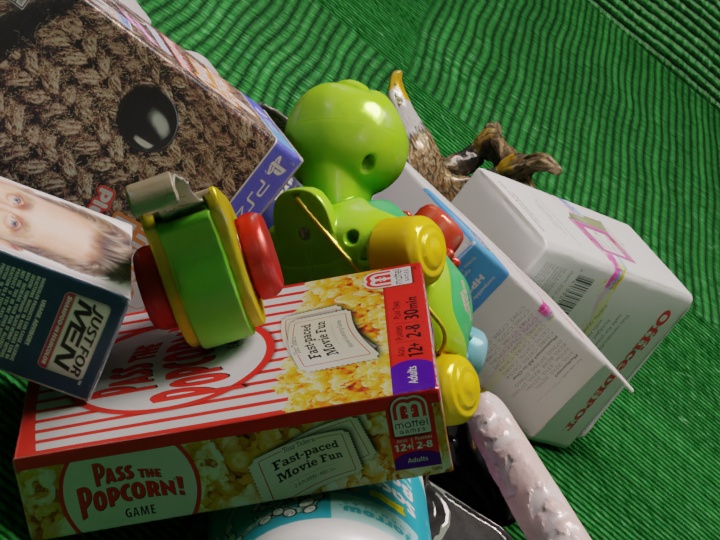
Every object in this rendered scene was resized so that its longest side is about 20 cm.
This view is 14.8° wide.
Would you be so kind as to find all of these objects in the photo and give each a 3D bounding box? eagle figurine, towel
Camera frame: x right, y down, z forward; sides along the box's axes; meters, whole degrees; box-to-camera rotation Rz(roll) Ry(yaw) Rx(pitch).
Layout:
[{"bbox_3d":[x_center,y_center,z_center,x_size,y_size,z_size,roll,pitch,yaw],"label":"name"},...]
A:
[{"bbox_3d":[0.017,-0.060,1.891,0.152,0.199,0.152,109,-35,-64],"label":"eagle figurine"},{"bbox_3d":[0.135,0.187,1.581,0.200,0.032,0.191,57,0,41],"label":"towel"}]

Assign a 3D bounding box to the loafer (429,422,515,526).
[{"bbox_3d":[0.044,0.107,1.636,0.200,0.070,0.069,38,54,-60],"label":"loafer"}]

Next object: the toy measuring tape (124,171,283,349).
[{"bbox_3d":[-0.075,-0.001,1.282,0.074,0.074,0.200,42,-1,6],"label":"toy measuring tape"}]

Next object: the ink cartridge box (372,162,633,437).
[{"bbox_3d":[0.069,0.022,1.650,0.200,0.068,0.115,40,7,-45],"label":"ink cartridge box"}]

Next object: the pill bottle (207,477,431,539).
[{"bbox_3d":[-0.018,0.148,1.310,0.111,0.111,0.200,35,17,-16],"label":"pill bottle"}]

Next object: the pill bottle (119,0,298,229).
[{"bbox_3d":[-0.106,-0.053,1.558,0.200,0.111,0.111,54,14,-10],"label":"pill bottle"}]

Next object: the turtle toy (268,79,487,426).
[{"bbox_3d":[0.000,0.000,1.472,0.101,0.145,0.201,-30,110,-54],"label":"turtle toy"}]

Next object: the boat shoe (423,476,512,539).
[{"bbox_3d":[0.001,0.112,1.438,0.199,0.066,0.070,24,31,-11],"label":"boat shoe"}]

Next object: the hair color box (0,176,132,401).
[{"bbox_3d":[-0.209,-0.015,1.309,0.199,0.061,0.100,21,19,-12],"label":"hair color box"}]

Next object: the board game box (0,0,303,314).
[{"bbox_3d":[-0.161,-0.063,1.422,0.200,0.160,0.097,35,7,-23],"label":"board game box"}]

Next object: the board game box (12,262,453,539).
[{"bbox_3d":[-0.060,0.061,1.328,0.152,0.199,0.047,-97,176,-68],"label":"board game box"}]

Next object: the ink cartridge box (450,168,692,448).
[{"bbox_3d":[0.111,0.029,1.852,0.200,0.145,0.085,19,26,-52],"label":"ink cartridge box"}]
